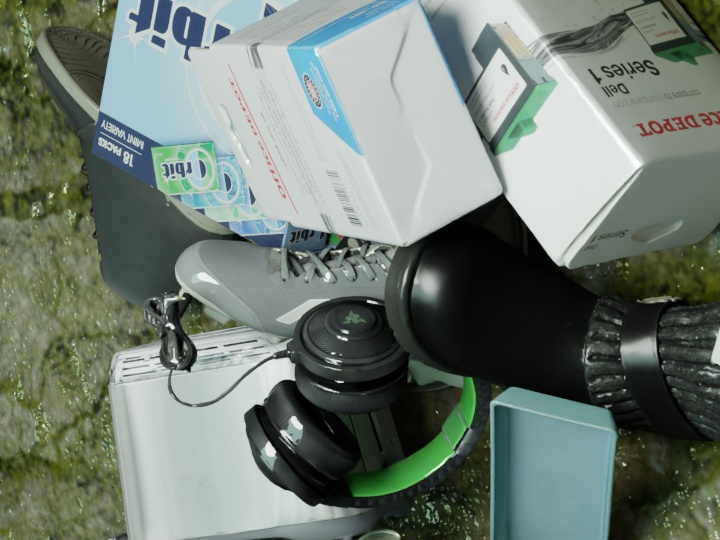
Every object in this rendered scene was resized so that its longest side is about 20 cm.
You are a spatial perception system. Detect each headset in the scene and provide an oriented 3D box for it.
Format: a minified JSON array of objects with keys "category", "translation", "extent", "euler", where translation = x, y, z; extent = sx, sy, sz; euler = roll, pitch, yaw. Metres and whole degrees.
[{"category":"headset","translation":[-0.024,0.061,1.462],"extent":[0.124,0.199,0.094],"euler":[-60,35,23]}]

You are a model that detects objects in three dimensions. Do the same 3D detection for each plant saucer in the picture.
[{"category":"plant saucer","translation":[0.108,0.123,1.470],"extent":[0.070,0.019,0.200],"euler":[13,149,11]}]

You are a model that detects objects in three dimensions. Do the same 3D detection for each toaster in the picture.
[{"category":"toaster","translation":[-0.070,0.100,1.583],"extent":[0.199,0.114,0.130],"euler":[-10,91,26]}]

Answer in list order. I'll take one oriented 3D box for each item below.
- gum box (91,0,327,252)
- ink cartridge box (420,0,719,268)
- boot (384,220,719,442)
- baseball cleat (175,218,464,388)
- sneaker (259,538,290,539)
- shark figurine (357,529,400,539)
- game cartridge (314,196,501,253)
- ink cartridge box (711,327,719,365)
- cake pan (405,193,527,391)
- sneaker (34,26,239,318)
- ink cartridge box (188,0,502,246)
[{"category":"gum box","translation":[-0.073,-0.133,1.558],"extent":[0.170,0.044,0.201],"euler":[28,115,35]},{"category":"ink cartridge box","translation":[0.113,-0.109,1.415],"extent":[0.200,0.146,0.084],"euler":[53,127,20]},{"category":"boot","translation":[0.130,0.035,1.406],"extent":[0.158,0.211,0.080],"euler":[6,75,46]},{"category":"baseball cleat","translation":[0.000,0.000,1.492],"extent":[0.070,0.199,0.107],"euler":[-97,28,-55]},{"category":"sneaker","translation":[-0.046,0.154,1.678],"extent":[0.084,0.077,0.200],"euler":[-33,78,24]},{"category":"shark figurine","translation":[0.039,0.225,1.595],"extent":[0.215,0.089,0.128],"euler":[50,123,9]},{"category":"game cartridge","translation":[-0.013,-0.068,1.567],"extent":[0.200,0.038,0.130],"euler":[52,124,23]},{"category":"ink cartridge box","translation":[0.266,-0.037,1.287],"extent":[0.084,0.145,0.201],"euler":[30,118,35]},{"category":"cake pan","translation":[0.013,-0.023,1.599],"extent":[0.200,0.037,0.201],"euler":[10,106,41]},{"category":"sneaker","translation":[-0.164,-0.064,1.727],"extent":[0.200,0.075,0.106],"euler":[49,125,23]},{"category":"ink cartridge box","translation":[-0.013,-0.084,1.425],"extent":[0.116,0.067,0.200],"euler":[65,162,-15]}]
